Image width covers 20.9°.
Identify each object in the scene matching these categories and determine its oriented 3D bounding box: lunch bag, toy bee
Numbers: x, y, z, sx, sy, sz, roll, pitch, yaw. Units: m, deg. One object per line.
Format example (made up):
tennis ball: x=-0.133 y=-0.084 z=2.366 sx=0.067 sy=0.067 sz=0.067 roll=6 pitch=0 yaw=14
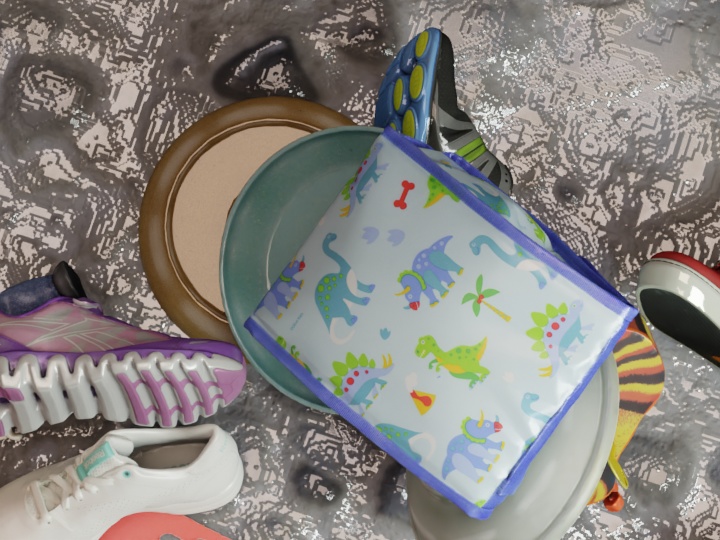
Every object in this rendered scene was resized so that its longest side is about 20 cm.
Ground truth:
lunch bag: x=0.058 y=0.034 z=1.246 sx=0.200 sy=0.127 sz=0.170 roll=41 pitch=103 yaw=30
toy bee: x=0.155 y=0.116 z=1.365 sx=0.109 sy=0.200 sz=0.131 roll=30 pitch=45 yaw=-23

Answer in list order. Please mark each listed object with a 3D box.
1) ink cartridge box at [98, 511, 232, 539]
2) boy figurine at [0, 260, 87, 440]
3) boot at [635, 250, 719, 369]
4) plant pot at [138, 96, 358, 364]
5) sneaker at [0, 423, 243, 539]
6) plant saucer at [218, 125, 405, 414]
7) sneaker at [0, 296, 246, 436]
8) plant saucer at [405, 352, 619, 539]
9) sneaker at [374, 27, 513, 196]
ink cartridge box: x=-0.150 y=0.271 z=1.362 sx=0.161 sy=0.050 sz=0.200 roll=26 pitch=85 yaw=3
boy figurine: x=-0.281 y=0.071 z=1.381 sx=0.200 sy=0.064 sz=0.124 roll=-27 pitch=83 yaw=-3
boot: x=0.270 y=-0.007 z=1.344 sx=0.072 sy=0.200 sz=0.144 roll=16 pitch=79 yaw=43
plant pot: x=-0.063 y=-0.031 z=1.414 sx=0.200 sy=0.027 sz=0.200 roll=0 pitch=81 yaw=0
sneaker: x=-0.183 y=0.145 z=1.351 sx=0.200 sy=0.088 sz=0.075 roll=-19 pitch=63 yaw=-6
plant saucer: x=0.000 y=0.000 z=1.355 sx=0.200 sy=0.036 sz=0.200 roll=0 pitch=91 yaw=19
sneaker: x=-0.178 y=0.056 z=1.319 sx=0.200 sy=0.081 sz=0.088 roll=-2 pitch=52 yaw=0
plant saucer: x=0.086 y=0.108 z=1.312 sx=0.050 sy=0.200 sz=0.200 roll=28 pitch=82 yaw=-30
sneaker: x=0.064 y=-0.074 z=1.401 sx=0.083 sy=0.071 sz=0.200 roll=-9 pitch=86 yaw=-30
